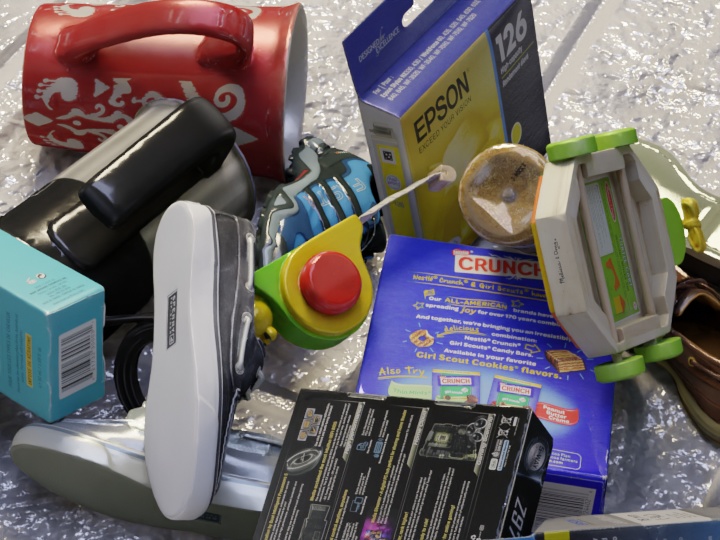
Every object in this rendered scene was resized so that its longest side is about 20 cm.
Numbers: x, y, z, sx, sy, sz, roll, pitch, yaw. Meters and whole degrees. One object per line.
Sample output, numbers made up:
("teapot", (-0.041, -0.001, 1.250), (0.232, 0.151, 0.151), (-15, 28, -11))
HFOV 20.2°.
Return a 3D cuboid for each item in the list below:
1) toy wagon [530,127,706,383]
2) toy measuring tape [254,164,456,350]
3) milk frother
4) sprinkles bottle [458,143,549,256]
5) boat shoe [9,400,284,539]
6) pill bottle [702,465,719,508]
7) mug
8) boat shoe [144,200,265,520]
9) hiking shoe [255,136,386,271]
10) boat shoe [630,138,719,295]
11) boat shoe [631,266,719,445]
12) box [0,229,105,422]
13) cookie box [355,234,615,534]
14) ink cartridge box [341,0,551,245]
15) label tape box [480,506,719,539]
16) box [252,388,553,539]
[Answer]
("toy wagon", (0.174, -0.014, 1.333), (0.039, 0.156, 0.200), (-11, 2, 30))
("toy measuring tape", (0.000, 0.000, 1.350), (0.200, 0.074, 0.074), (-31, 54, -30))
("milk frother", (-0.133, 0.003, 1.387), (0.188, 0.180, 0.201), (-42, 104, -38))
("sprinkles bottle", (0.117, -0.046, 1.409), (0.068, 0.069, 0.200), (18, 2, 12))
("boat shoe", (-0.119, 0.120, 1.287), (0.200, 0.070, 0.072), (14, 56, -1))
("pill bottle", (0.322, 0.164, 1.261), (0.199, 0.109, 0.109), (31, 49, 20))
("mug", (-0.146, -0.157, 1.510), (0.199, 0.178, 0.134), (5, 43, 5))
("boat shoe", (-0.090, 0.057, 1.250), (0.067, 0.072, 0.201), (12, 63, -31))
("hiking shoe", (-0.025, -0.028, 1.446), (0.086, 0.075, 0.200), (13, 40, 6))
("boat shoe", (0.234, -0.035, 1.498), (0.072, 0.061, 0.201), (-42, 51, -16))
("boat shoe", (0.229, 0.034, 1.419), (0.072, 0.068, 0.200), (-17, 48, -22))
("box", (-0.249, 0.017, 1.309), (0.199, 0.083, 0.049), (26, 36, 34))
("cookie box", (0.086, 0.077, 1.353), (0.170, 0.075, 0.201), (8, 43, 5))
("ink cartridge box", (0.071, -0.125, 1.474), (0.047, 0.201, 0.198), (13, 42, 30))
("label tape box", (0.147, 0.213, 1.158), (0.199, 0.145, 0.063), (-2, 1, -14))
("box", (0.013, 0.172, 1.184), (0.159, 0.044, 0.201), (2, 62, 28))
